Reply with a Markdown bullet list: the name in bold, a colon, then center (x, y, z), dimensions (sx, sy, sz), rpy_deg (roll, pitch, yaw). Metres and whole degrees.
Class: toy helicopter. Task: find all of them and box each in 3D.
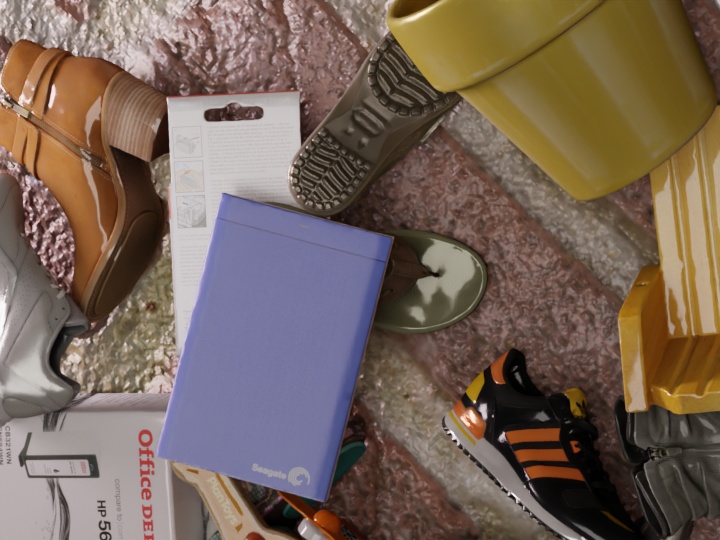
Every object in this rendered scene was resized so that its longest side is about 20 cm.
- **toy helicopter**: center (-0.075, 0.200, 1.744), dimensions (0.132, 0.079, 0.201), rpy_deg (-33, 82, 14)

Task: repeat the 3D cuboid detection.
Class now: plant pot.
- **plant pot**: center (0.150, -0.161, 1.638), dimensions (0.200, 0.201, 0.189), rpy_deg (-33, 103, 18)

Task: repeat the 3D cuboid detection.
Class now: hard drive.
- **hard drive**: center (-0.063, 0.056, 1.710), dimensions (0.131, 0.025, 0.201), rpy_deg (15, 93, 4)

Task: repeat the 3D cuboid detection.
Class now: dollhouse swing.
- **dollhouse swing**: center (0.283, -0.017, 1.630), dimensions (0.199, 0.182, 0.177), rpy_deg (-6, 106, 18)

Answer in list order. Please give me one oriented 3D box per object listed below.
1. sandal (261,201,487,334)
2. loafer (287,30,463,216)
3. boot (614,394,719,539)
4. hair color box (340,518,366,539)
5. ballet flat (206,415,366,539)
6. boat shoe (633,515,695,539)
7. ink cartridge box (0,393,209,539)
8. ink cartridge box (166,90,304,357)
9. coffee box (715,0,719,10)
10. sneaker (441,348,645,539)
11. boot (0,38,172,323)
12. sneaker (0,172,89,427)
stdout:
- **sandal**: center (-0.001, 0.001, 1.740), dimensions (0.200, 0.057, 0.080), rpy_deg (11, 90, -11)
- **loafer**: center (0.021, -0.123, 1.741), dimensions (0.200, 0.068, 0.076), rpy_deg (-44, 89, -2)
- **boot**: center (0.264, 0.167, 1.669), dimensions (0.130, 0.068, 0.201), rpy_deg (-21, 82, -18)
- **hair color box**: center (0.022, 0.299, 1.793), dimensions (0.200, 0.061, 0.102), rpy_deg (41, 107, 10)
- **ballet flat**: center (-0.075, 0.182, 1.814), dimensions (0.071, 0.069, 0.200), rpy_deg (44, 103, 27)
- **boat shoe**: center (0.187, 0.227, 1.727), dimensions (0.073, 0.074, 0.201), rpy_deg (30, 103, 12)
- **ink cartridge box**: center (-0.223, 0.175, 1.844), dimensions (0.199, 0.084, 0.147), rpy_deg (-2, 95, 19)
- **ink cartridge box**: center (-0.091, -0.036, 1.786), dimensions (0.108, 0.050, 0.201), rpy_deg (-2, 95, 3)
- **coffee box**: center (0.355, -0.207, 1.605), dimensions (0.199, 0.113, 0.080), rpy_deg (-28, 88, 17)
- **sneaker**: center (0.148, 0.135, 1.705), dimensions (0.200, 0.070, 0.090), rpy_deg (40, 100, 37)
- **boot**: center (-0.233, -0.073, 1.827), dimensions (0.155, 0.077, 0.201), rpy_deg (24, 113, 21)
- **sneaker**: center (-0.256, 0.020, 1.807), dimensions (0.091, 0.076, 0.201), rpy_deg (-7, 78, 9)
